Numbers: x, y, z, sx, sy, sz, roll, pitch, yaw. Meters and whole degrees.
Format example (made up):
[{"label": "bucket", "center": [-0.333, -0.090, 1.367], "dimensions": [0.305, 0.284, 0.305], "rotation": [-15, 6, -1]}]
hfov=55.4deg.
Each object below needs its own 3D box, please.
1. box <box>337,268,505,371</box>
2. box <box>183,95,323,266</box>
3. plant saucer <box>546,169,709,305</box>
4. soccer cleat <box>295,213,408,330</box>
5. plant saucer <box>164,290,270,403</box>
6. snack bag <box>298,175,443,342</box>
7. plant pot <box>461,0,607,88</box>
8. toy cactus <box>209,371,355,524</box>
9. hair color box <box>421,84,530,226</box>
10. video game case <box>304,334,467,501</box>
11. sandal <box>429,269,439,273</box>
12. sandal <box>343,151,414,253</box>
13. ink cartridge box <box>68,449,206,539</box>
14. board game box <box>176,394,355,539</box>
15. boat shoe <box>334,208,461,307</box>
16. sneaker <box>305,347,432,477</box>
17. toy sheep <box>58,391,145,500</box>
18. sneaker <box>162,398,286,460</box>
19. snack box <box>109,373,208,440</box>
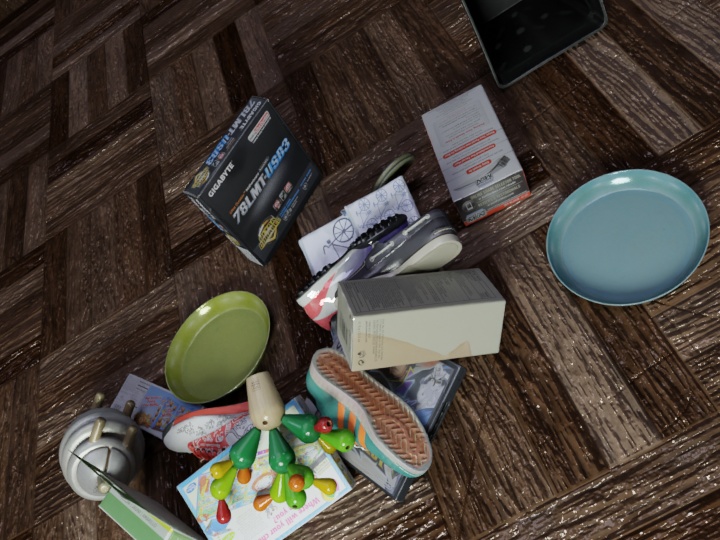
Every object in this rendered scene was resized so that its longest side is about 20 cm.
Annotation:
[{"label": "box", "center": [0.073, 0.058, 0.861], "dimensions": [0.194, 0.080, 0.095], "rotation": [-4, 27, -12]}, {"label": "box", "center": [-0.169, -0.144, 1.140], "dimensions": [0.049, 0.199, 0.202], "rotation": [19, 69, 36]}, {"label": "plant saucer", "center": [0.339, -0.040, 0.878], "dimensions": [0.196, 0.027, 0.204], "rotation": [-15, 54, 21]}, {"label": "soccer cleat", "center": [0.000, 0.000, 0.978], "dimensions": [0.199, 0.074, 0.068], "rotation": [-40, 9, 6]}, {"label": "plant saucer", "center": [-0.223, 0.126, 1.096], "dimensions": [0.195, 0.031, 0.204], "rotation": [-16, 49, 19]}, {"label": "snack bag", "center": [0.013, -0.012, 1.011], "dimensions": [0.197, 0.021, 0.192], "rotation": [-26, 74, 14]}, {"label": "plant pot", "center": [0.254, -0.461, 1.116], "dimensions": [0.196, 0.201, 0.179], "rotation": [-29, 36, 11]}, {"label": "toy cactus", "center": [-0.110, 0.209, 0.831], "dimensions": [0.197, 0.102, 0.168], "rotation": [-27, 72, 20]}, {"label": "hair color box", "center": [0.173, -0.179, 1.048], "dimensions": [0.109, 0.064, 0.203], "rotation": [-24, 49, 13]}, {"label": "video game case", "center": [0.020, 0.167, 0.905], "dimensions": [0.198, 0.025, 0.184], "rotation": [26, 87, 39]}, {"label": "sandal", "center": [0.072, 0.038, 0.952], "dimensions": [0.074, 0.045, 0.205], "rotation": [16, 96, 34]}, {"label": "sandal", "center": [0.035, -0.090, 1.073], "dimensions": [0.056, 0.080, 0.204], "rotation": [28, 90, 8]}, {"label": "ink cartridge box", "center": [-0.295, 0.322, 0.900], "dimensions": [0.143, 0.201, 0.048], "rotation": [19, 66, 38]}, {"label": "board game box", "center": [-0.122, 0.277, 0.888], "dimensions": [0.198, 0.034, 0.136], "rotation": [-36, 83, 6]}, {"label": "boat shoe", "center": [0.043, -0.012, 0.912], "dimensions": [0.198, 0.072, 0.064], "rotation": [-31, 59, 25]}, {"label": "sneaker", "center": [0.006, 0.188, 0.855], "dimensions": [0.071, 0.081, 0.199], "rotation": [-25, 57, -40]}, {"label": "toy sheep", "center": [-0.388, 0.272, 1.032], "dimensions": [0.138, 0.138, 0.200], "rotation": [-44, 20, -3]}, {"label": "sneaker", "center": [-0.193, 0.253, 0.964], "dimensions": [0.196, 0.068, 0.110], "rotation": [-16, 51, 9]}, {"label": "snack box", "center": [-0.326, 0.226, 1.102], "dimensions": [0.196, 0.024, 0.073], "rotation": [12, 65, 36]}]
